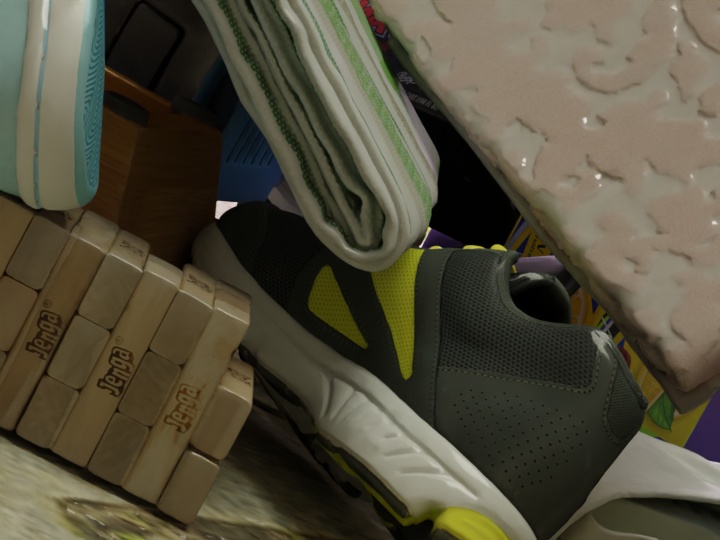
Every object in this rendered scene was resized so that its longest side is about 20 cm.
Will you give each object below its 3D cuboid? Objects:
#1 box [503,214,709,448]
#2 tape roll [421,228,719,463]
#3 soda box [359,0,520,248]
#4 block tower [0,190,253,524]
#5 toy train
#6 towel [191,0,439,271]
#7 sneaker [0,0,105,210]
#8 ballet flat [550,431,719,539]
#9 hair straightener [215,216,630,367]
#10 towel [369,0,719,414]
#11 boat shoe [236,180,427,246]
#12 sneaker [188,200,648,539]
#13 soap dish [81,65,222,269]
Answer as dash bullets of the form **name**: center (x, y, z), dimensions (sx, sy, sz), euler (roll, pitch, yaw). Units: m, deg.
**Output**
- **box**: center (0.098, -0.005, 0.914), dimensions (0.070, 0.200, 0.064), euler (24, 7, -36)
- **tape roll**: center (0.106, 0.048, 1.069), dimensions (0.200, 0.085, 0.200), euler (28, 6, -3)
- **soda box**: center (0.012, -0.071, 1.028), dimensions (0.200, 0.063, 0.071), euler (27, -32, 43)
- **block tower**: center (-0.119, -0.008, 0.676), dimensions (0.199, 0.054, 0.058), euler (28, 5, -5)
- **toy train**: center (-0.084, -0.100, 0.939), dimensions (0.200, 0.087, 0.114), euler (38, 15, 21)
- **towel**: center (-0.022, -0.076, 0.778), dimensions (0.150, 0.031, 0.200), euler (63, 7, -5)
- **sneaker**: center (-0.134, -0.081, 0.687), dimensions (0.130, 0.080, 0.200), euler (-3, 37, -11)
- **ballet flat**: center (0.123, 0.098, 0.882), dimensions (0.199, 0.070, 0.069), euler (20, 9, -29)
- **hair straightener**: center (0.000, 0.000, 0.883), dimensions (0.200, 0.041, 0.077), euler (9, -51, 49)
- **towel**: center (0.127, -0.070, 0.828), dimensions (0.200, 0.191, 0.032), euler (55, -7, 38)
- **boat shoe**: center (-0.025, -0.009, 1.078), dimensions (0.075, 0.062, 0.200), euler (24, 4, -14)
- **sneaker**: center (0.018, 0.025, 0.784), dimensions (0.200, 0.085, 0.075), euler (44, -11, 53)
- **soap dish**: center (-0.140, -0.051, 0.812), dimensions (0.200, 0.081, 0.157), euler (30, 6, 6)
